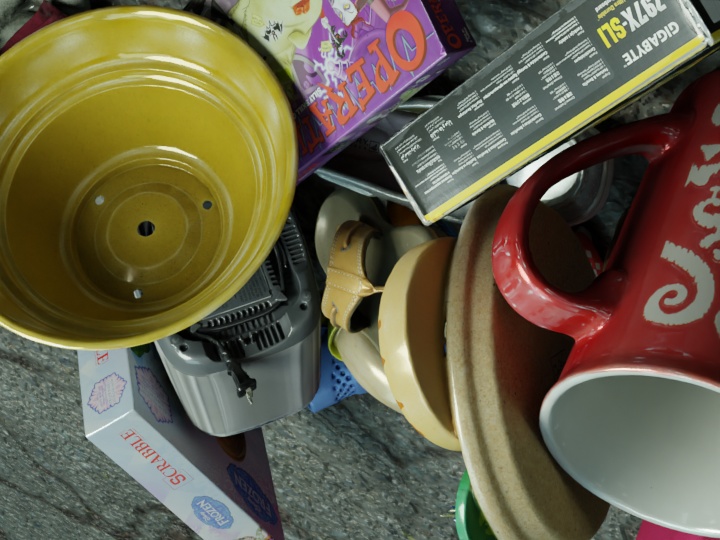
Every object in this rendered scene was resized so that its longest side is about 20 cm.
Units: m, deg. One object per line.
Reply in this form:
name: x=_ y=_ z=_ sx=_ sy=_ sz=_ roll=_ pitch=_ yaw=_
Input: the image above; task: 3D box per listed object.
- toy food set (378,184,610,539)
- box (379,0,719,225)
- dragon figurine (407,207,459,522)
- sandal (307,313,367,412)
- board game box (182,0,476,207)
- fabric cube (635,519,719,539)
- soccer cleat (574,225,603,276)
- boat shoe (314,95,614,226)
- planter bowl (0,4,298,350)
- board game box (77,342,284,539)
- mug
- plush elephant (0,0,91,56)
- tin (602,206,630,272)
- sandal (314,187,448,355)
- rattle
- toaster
toy food set: x=0.081 y=0.058 z=0.760 sx=0.048 sy=0.200 sz=0.200 roll=-10 pitch=111 yaw=28
box: x=0.121 y=-0.102 z=0.666 sx=0.050 sy=0.159 sz=0.200 roll=57 pitch=144 yaw=0
dragon figurine: x=0.060 y=0.063 z=0.871 sx=0.059 sy=0.099 sz=0.202 roll=-12 pitch=106 yaw=62
sandal: x=-0.017 y=0.068 z=1.075 sx=0.198 sy=0.087 sz=0.080 roll=3 pitch=137 yaw=33
board game box: x=-0.031 y=-0.123 z=0.808 sx=0.200 sy=0.032 sz=0.121 roll=-34 pitch=84 yaw=48
fabric cube: x=0.272 y=0.240 z=0.977 sx=0.195 sy=0.200 sz=0.201 roll=26 pitch=147 yaw=4
soccer cleat: x=0.127 y=0.042 z=0.918 sx=0.068 sy=0.086 sz=0.201 roll=-14 pitch=131 yaw=30
boat shoe: x=0.044 y=-0.064 z=0.846 sx=0.200 sy=0.065 sz=0.075 roll=15 pitch=104 yaw=30
planter bowl: x=-0.126 y=-0.037 z=0.826 sx=0.198 sy=0.202 sz=0.084 roll=20 pitch=160 yaw=14
board game box: x=-0.132 y=0.086 z=1.078 sx=0.041 sy=0.201 sz=0.200 roll=-28 pitch=134 yaw=11
mug: x=0.167 y=-0.006 z=0.717 sx=0.132 sy=0.201 sz=0.178 roll=-6 pitch=136 yaw=40
plush elephant: x=-0.223 y=-0.107 z=0.917 sx=0.199 sy=0.154 sz=0.166 roll=-3 pitch=118 yaw=50
tin: x=0.233 y=0.015 z=0.853 sx=0.198 sy=0.042 sz=0.113 roll=12 pitch=139 yaw=26
sandal: x=0.000 y=0.000 z=0.848 sx=0.053 sy=0.081 sz=0.200 roll=7 pitch=-164 yaw=-21
rattle: x=0.088 y=0.038 z=0.949 sx=0.199 sy=0.130 sz=0.144 roll=35 pitch=107 yaw=16
toaster: x=-0.087 y=0.019 z=0.984 sx=0.130 sy=0.112 sz=0.201 roll=86 pitch=163 yaw=-60
